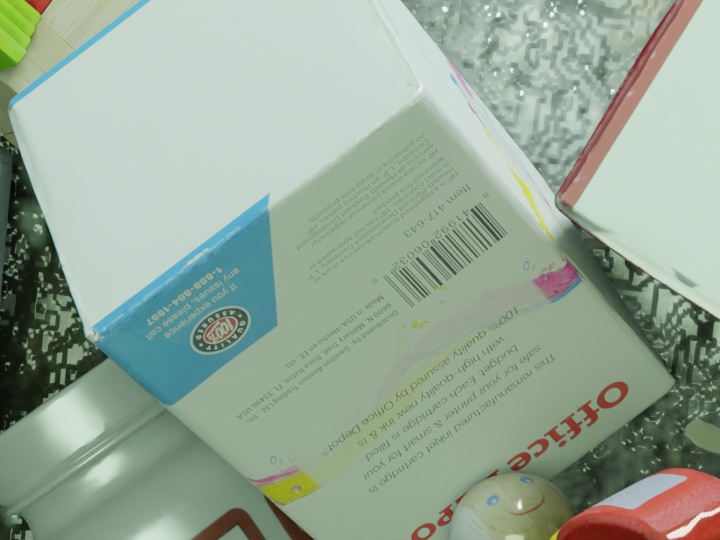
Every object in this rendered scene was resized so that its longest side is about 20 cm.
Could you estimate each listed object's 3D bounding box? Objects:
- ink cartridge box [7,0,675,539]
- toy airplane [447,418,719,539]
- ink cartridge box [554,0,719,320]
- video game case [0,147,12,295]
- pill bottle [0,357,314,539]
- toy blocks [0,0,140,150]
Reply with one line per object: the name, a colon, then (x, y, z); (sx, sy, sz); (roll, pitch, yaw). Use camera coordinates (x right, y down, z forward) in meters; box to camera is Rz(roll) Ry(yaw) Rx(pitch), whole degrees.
ink cartridge box: (0.000, 0.000, 0.884); (0.128, 0.126, 0.200); (-36, 133, 8)
toy airplane: (0.077, 0.130, 0.855); (0.199, 0.200, 0.141); (-46, 65, 19)
ink cartridge box: (0.162, -0.048, 0.860); (0.144, 0.200, 0.146); (32, 96, 4)
video game case: (-0.225, 0.044, 0.977); (0.181, 0.022, 0.202); (7, 98, 9)
pill bottle: (-0.049, 0.124, 0.938); (0.112, 0.112, 0.201); (-34, 91, 7)
toy blocks: (-0.115, -0.134, 0.921); (0.200, 0.100, 0.137); (42, 70, -18)
